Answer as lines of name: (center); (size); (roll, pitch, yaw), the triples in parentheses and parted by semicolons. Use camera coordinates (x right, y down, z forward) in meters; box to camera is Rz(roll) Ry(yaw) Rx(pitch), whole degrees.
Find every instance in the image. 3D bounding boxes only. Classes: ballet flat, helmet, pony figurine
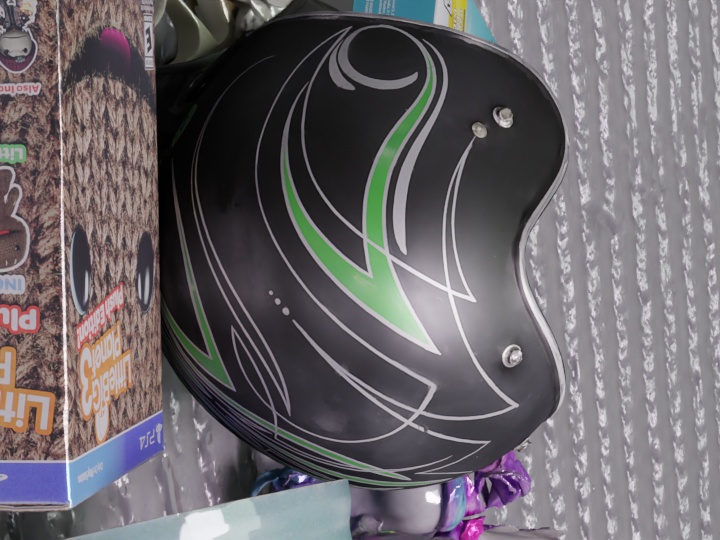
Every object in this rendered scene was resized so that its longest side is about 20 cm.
ballet flat: (-0.068, -0.109, 1.258); (0.200, 0.068, 0.068); (-39, 111, -52)
helmet: (0.000, 0.000, 1.166); (0.200, 0.200, 0.191); (41, 55, -53)
pony figurine: (0.025, 0.114, 1.296); (0.166, 0.193, 0.200); (-1, 85, -50)

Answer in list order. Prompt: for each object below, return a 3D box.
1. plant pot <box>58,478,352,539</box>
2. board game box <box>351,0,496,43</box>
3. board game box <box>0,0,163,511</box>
plant pot: (-0.088, 0.172, 1.074); (0.200, 0.200, 0.134); (-6, 81, -59)
board game box: (0.032, -0.073, 1.387); (0.200, 0.047, 0.151); (40, 56, -75)
board game box: (-0.145, -0.014, 1.048); (0.159, 0.097, 0.200); (-29, 119, -80)
